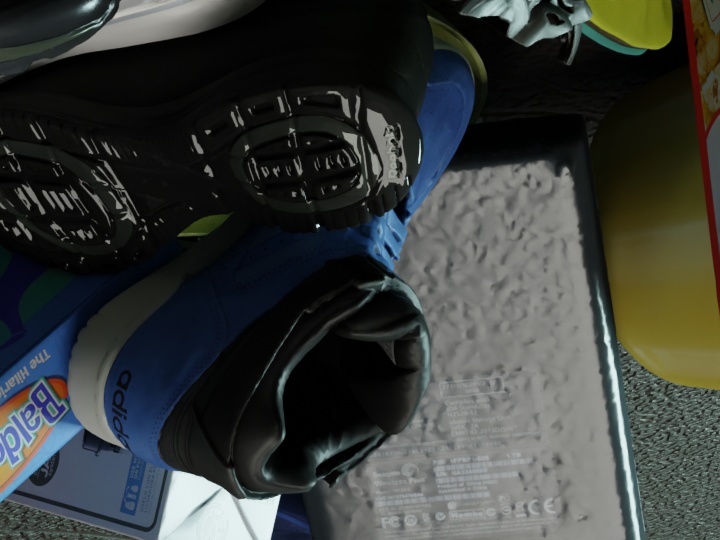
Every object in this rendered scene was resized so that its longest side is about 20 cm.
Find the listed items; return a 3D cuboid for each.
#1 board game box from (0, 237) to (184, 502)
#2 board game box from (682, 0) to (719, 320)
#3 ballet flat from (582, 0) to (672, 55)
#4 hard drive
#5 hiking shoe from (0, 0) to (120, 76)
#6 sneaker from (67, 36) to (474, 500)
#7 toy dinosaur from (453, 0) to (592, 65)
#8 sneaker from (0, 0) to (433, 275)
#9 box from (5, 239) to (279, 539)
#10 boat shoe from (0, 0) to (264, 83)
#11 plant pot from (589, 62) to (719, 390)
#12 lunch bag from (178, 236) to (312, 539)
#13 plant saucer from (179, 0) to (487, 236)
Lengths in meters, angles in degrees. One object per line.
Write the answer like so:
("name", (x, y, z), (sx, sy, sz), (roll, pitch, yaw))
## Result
("board game box", (-0.176, 0.043, 0.905), (0.152, 0.200, 0.045), (19, 141, 43))
("board game box", (0.187, -0.074, 0.841), (0.150, 0.201, 0.046), (-2, 170, -16))
("ballet flat", (0.061, -0.128, 0.854), (0.199, 0.067, 0.067), (18, 124, -45))
("hard drive", (0.035, 0.038, 1.014), (0.139, 0.033, 0.201), (-6, 119, 10))
("hiking shoe", (-0.154, -0.122, 0.731), (0.199, 0.076, 0.101), (13, 131, -23))
("sneaker", (0.000, 0.001, 0.875), (0.200, 0.111, 0.077), (-43, 135, -26))
("toy dinosaur", (0.058, -0.140, 0.739), (0.199, 0.136, 0.102), (29, -172, -12))
("sneaker", (-0.062, -0.055, 0.867), (0.199, 0.091, 0.076), (-3, 132, 22))
("box", (-0.114, 0.040, 0.999), (0.199, 0.117, 0.060), (11, 176, 44))
("boat shoe", (-0.124, -0.102, 0.835), (0.199, 0.072, 0.069), (-9, 137, 15))
("plant pot", (0.198, -0.026, 0.995), (0.188, 0.202, 0.200), (-11, 162, 43))
("lunch bag", (-0.061, 0.052, 1.130), (0.135, 0.133, 0.200), (2, 164, 30))
("plant saucer", (-0.050, -0.069, 0.979), (0.199, 0.031, 0.200), (-8, 157, -3))
